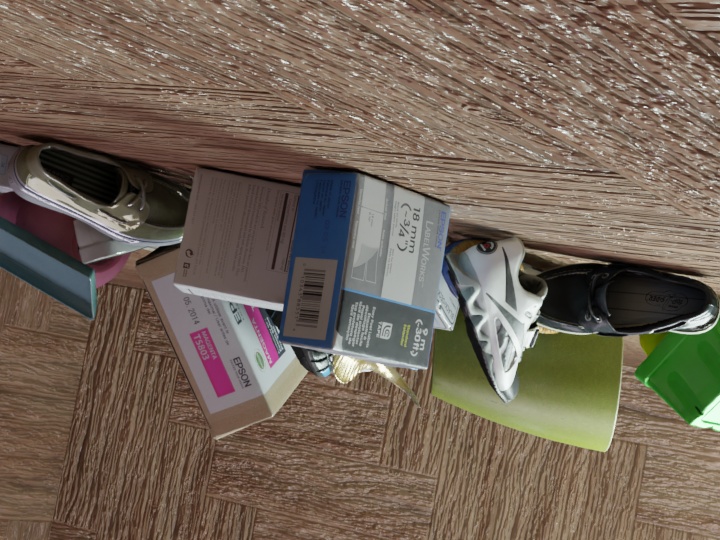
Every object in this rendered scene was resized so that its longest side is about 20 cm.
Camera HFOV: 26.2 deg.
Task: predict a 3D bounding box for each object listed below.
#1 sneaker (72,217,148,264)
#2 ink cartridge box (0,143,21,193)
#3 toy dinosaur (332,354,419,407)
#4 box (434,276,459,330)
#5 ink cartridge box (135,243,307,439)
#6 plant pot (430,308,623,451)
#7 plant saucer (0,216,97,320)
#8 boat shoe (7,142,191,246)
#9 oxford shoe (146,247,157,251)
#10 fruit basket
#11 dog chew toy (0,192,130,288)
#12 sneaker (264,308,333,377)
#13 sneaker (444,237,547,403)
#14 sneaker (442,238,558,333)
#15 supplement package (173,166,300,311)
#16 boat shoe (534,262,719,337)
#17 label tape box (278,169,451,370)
[{"bbox_3d":[-0.214,-0.067,1.553,0.073,0.085,0.200,-16,-177,29],"label":"sneaker"},{"bbox_3d":[-0.445,-0.114,1.514,0.199,0.048,0.160,10,176,-24],"label":"ink cartridge box"},{"bbox_3d":[0.001,0.069,1.566,0.058,0.102,0.200,8,165,35],"label":"toy dinosaur"},{"bbox_3d":[0.000,0.000,1.627,0.199,0.060,0.117,8,156,25],"label":"box"},{"bbox_3d":[-0.139,0.051,1.613,0.075,0.201,0.165,-20,-170,16],"label":"ink cartridge box"},{"bbox_3d":[0.180,0.100,1.727,0.199,0.188,0.187,5,175,1],"label":"plant pot"},{"bbox_3d":[-0.342,-0.020,1.540,0.199,0.019,0.070,29,144,16],"label":"plant saucer"},{"bbox_3d":[-0.230,-0.069,1.442,0.199,0.072,0.062,15,167,-32],"label":"boat shoe"},{"bbox_3d":[-0.238,-0.057,1.733,0.199,0.075,0.058,18,136,11],"label":"oxford shoe"},{"bbox_3d":[0.403,0.090,1.761,0.215,0.156,0.216,27,-149,-18],"label":"fruit basket"},{"bbox_3d":[-0.326,-0.049,1.636,0.124,0.125,0.200,14,-178,-42],"label":"dog chew toy"},{"bbox_3d":[-0.075,0.017,1.571,0.082,0.201,0.073,-1,-150,40],"label":"sneaker"},{"bbox_3d":[0.147,0.050,1.510,0.088,0.074,0.201,-22,134,-4],"label":"sneaker"},{"bbox_3d":[0.135,0.013,1.603,0.200,0.076,0.088,27,-178,-45],"label":"sneaker"},{"bbox_3d":[-0.062,-0.017,1.429,0.199,0.110,0.114,11,175,-2],"label":"supplement package"},{"bbox_3d":[0.252,0.029,1.516,0.198,0.075,0.066,9,173,12],"label":"boat shoe"},{"bbox_3d":[0.025,0.006,1.309,0.063,0.145,0.200,4,173,38],"label":"label tape box"}]
